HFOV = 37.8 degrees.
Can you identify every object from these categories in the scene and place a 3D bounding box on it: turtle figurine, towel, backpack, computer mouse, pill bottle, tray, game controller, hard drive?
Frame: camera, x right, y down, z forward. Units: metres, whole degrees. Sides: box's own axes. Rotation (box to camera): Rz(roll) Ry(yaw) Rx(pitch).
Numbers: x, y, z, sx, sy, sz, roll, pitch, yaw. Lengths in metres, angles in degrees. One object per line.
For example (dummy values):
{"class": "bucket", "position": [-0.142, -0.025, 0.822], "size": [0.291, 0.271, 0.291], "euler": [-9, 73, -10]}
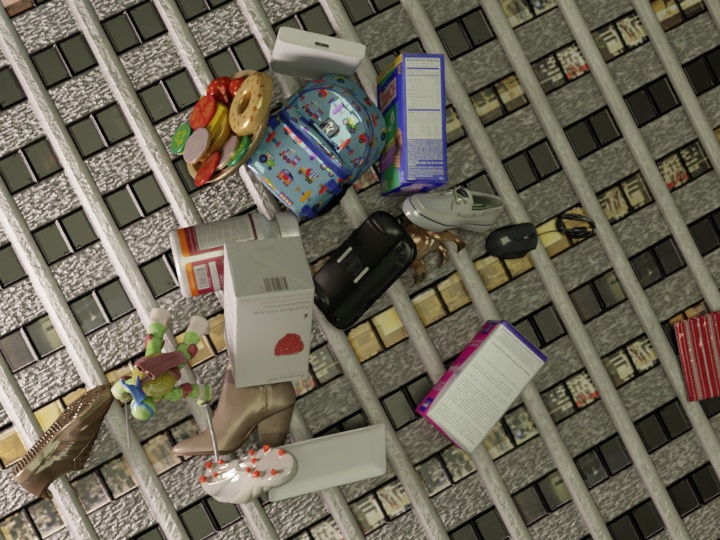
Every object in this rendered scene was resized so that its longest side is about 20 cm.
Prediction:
{"class": "turtle figurine", "position": [-0.303, 0.171, 1.631], "size": [0.200, 0.143, 0.195], "euler": [52, 39, -40]}
{"class": "towel", "position": [0.647, 0.137, 1.831], "size": [0.198, 0.022, 0.146], "euler": [-13, 92, -8]}
{"class": "backpack", "position": [-0.064, -0.202, 1.651], "size": [0.200, 0.135, 0.183], "euler": [-40, 93, 13]}
{"class": "computer mouse", "position": [0.307, -0.060, 1.779], "size": [0.198, 0.034, 0.059], "euler": [-13, 89, -10]}
{"class": "pill bottle", "position": [-0.194, -0.030, 1.660], "size": [0.198, 0.110, 0.111], "euler": [-12, 89, -9]}
{"class": "tray", "position": [-0.056, 0.303, 1.689], "size": [0.198, 0.022, 0.108], "euler": [-11, 120, -14]}
{"class": "game controller", "position": [0.000, 0.000, 1.680], "size": [0.200, 0.042, 0.105], "euler": [-46, 66, 21]}
{"class": "hard drive", "position": [-0.071, -0.332, 1.646], "size": [0.131, 0.200, 0.027], "euler": [11, 86, -8]}

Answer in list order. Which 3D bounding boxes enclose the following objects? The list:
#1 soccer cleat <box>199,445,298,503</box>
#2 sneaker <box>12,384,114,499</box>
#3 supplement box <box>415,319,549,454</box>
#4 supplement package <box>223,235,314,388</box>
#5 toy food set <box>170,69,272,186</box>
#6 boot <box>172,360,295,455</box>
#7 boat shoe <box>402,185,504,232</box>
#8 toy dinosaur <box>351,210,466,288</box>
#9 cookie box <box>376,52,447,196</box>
{"class": "soccer cleat", "position": [-0.162, 0.320, 1.626], "size": [0.078, 0.199, 0.070], "euler": [50, 43, -28]}
{"class": "sneaker", "position": [-0.446, 0.266, 1.639], "size": [0.200, 0.070, 0.076], "euler": [-45, 115, -6]}
{"class": "supplement box", "position": [0.196, 0.187, 1.716], "size": [0.103, 0.101, 0.200], "euler": [40, 82, -5]}
{"class": "supplement package", "position": [-0.142, 0.065, 1.604], "size": [0.120, 0.201, 0.120], "euler": [-6, 45, -13]}
{"class": "toy food set", "position": [-0.212, -0.224, 1.632], "size": [0.048, 0.200, 0.199], "euler": [28, 93, -40]}
{"class": "boot", "position": [-0.201, 0.217, 1.672], "size": [0.198, 0.070, 0.148], "euler": [-2, 86, -15]}
{"class": "boat shoe", "position": [0.152, -0.108, 1.695], "size": [0.199, 0.067, 0.074], "euler": [-1, 50, -46]}
{"class": "toy dinosaur", "position": [0.086, -0.056, 1.723], "size": [0.199, 0.086, 0.136], "euler": [-36, 86, -14]}
{"class": "cookie box", "position": [0.080, -0.229, 1.683], "size": [0.074, 0.171, 0.202], "euler": [-1, 87, -12]}
